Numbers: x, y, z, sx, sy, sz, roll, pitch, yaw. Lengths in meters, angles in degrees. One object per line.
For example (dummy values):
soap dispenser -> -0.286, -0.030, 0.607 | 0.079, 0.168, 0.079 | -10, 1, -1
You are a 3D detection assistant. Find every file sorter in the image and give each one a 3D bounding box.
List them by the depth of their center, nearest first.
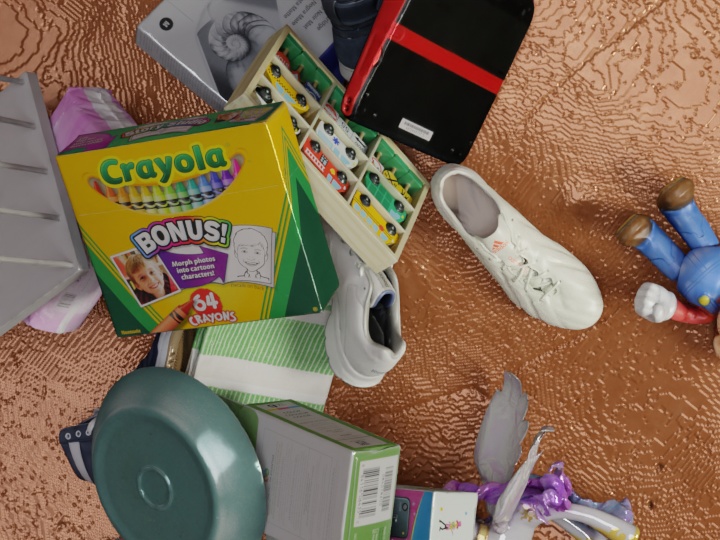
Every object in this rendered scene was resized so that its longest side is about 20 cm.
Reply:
file sorter -> -0.349, -0.063, 1.606 | 0.138, 0.124, 0.201 | -32, 66, 34

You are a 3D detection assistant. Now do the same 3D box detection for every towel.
towel -> -0.094, 0.108, 1.661 | 0.152, 0.023, 0.201 | 10, 102, -29

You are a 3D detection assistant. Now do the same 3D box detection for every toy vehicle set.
toy vehicle set -> -0.025, -0.106, 1.588 | 0.026, 0.125, 0.200 | -31, 112, 34

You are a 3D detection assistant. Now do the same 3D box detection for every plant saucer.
plant saucer -> -0.171, 0.185, 1.599 | 0.199, 0.036, 0.201 | 13, 112, 34

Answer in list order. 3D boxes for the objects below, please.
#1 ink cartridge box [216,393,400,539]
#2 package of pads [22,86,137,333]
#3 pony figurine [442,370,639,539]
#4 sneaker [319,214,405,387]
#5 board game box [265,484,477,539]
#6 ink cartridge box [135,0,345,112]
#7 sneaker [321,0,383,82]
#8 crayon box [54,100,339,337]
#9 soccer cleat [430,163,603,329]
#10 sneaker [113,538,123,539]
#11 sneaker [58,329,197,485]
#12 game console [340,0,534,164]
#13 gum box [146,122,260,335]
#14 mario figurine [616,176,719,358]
ink cartridge box -> -0.058, 0.176, 1.582 | 0.199, 0.059, 0.105 | 17, 105, 44
package of pads -> -0.259, -0.054, 1.660 | 0.121, 0.075, 0.200 | 48, 115, 31
pony figurine -> 0.143, 0.214, 1.637 | 0.199, 0.167, 0.194 | 27, 102, -10
sneaker -> 0.000, 0.000, 1.627 | 0.074, 0.087, 0.201 | -14, 83, -31
board game box -> 0.004, 0.260, 1.602 | 0.199, 0.064, 0.149 | -1, 82, 42
ink cartridge box -> -0.068, -0.218, 1.657 | 0.200, 0.041, 0.200 | 39, 72, 3
sneaker -> 0.042, -0.277, 1.602 | 0.077, 0.146, 0.202 | 29, 67, 34
crayon box -> -0.137, -0.041, 1.540 | 0.199, 0.058, 0.173 | -8, 114, 21
soccer cleat -> 0.138, -0.018, 1.654 | 0.200, 0.078, 0.069 | 44, 95, 4
sneaker -> -0.183, 0.286, 1.690 | 0.199, 0.096, 0.080 | -10, 90, 7
sneaker -> -0.213, 0.123, 1.679 | 0.108, 0.070, 0.201 | 20, 112, 22
game console -> 0.071, -0.194, 1.607 | 0.031, 0.200, 0.178 | 31, 98, 34
gum box -> -0.140, -0.034, 1.692 | 0.113, 0.066, 0.201 | 2, 92, 6
mario figurine -> 0.322, 0.012, 1.618 | 0.200, 0.106, 0.124 | 49, 130, 11
